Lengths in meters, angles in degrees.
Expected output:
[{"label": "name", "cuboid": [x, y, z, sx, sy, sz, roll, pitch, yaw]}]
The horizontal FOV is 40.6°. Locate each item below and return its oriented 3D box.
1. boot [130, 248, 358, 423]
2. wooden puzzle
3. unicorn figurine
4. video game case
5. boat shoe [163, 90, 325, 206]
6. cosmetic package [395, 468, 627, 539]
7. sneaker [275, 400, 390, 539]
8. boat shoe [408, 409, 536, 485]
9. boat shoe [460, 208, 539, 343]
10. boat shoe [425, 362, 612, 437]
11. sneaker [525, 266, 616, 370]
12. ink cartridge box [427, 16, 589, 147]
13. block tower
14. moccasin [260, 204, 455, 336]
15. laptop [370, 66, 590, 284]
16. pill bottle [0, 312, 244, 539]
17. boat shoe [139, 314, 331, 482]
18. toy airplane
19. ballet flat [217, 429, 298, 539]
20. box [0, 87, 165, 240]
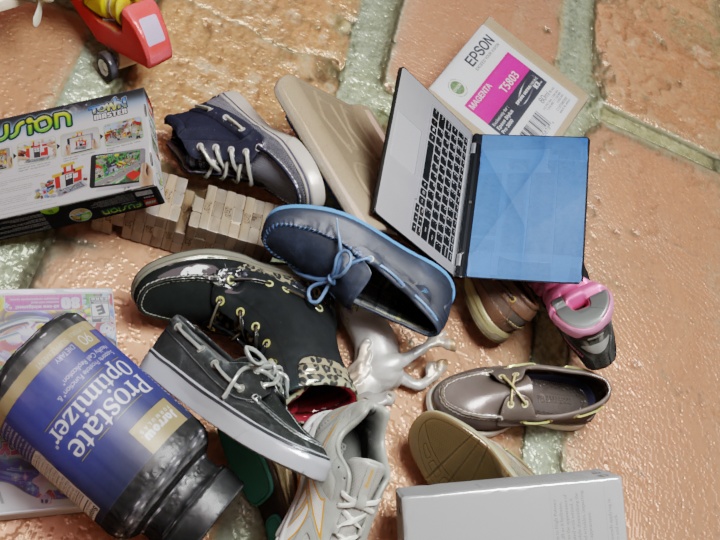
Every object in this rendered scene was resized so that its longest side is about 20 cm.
[{"label": "boot", "cuboid": [-0.102, 0.060, 0.886, 0.200, 0.074, 0.155, 5, 41, -25]}, {"label": "wooden puzzle", "cuboid": [-0.006, -0.107, 1.030, 0.187, 0.046, 0.199, 59, 22, 13]}, {"label": "unicorn figurine", "cuboid": [0.024, 0.075, 0.965, 0.135, 0.075, 0.202, -12, 52, -19]}, {"label": "video game case", "cuboid": [-0.277, 0.109, 0.839, 0.140, 0.018, 0.204, 0, 62, -24]}, {"label": "boat shoe", "cuboid": [-0.122, -0.108, 0.979, 0.092, 0.076, 0.200, -24, 44, -27]}, {"label": "cosmetic package", "cuboid": [0.131, 0.236, 0.857, 0.195, 0.074, 0.104, -3, 84, -3]}, {"label": "sneaker", "cuboid": [-0.018, 0.194, 0.785, 0.075, 0.092, 0.203, 23, 53, -26]}, {"label": "boat shoe", "cuboid": [0.129, 0.204, 0.936, 0.199, 0.073, 0.065, 37, 14, 1]}, {"label": "boat shoe", "cuboid": [0.133, -0.026, 1.053, 0.071, 0.067, 0.203, 5, 58, -53]}, {"label": "boat shoe", "cuboid": [0.163, 0.128, 0.992, 0.196, 0.060, 0.073, 5, 59, -21]}, {"label": "sneaker", "cuboid": [0.228, 0.034, 1.057, 0.096, 0.078, 0.201, 59, 11, -30]}, {"label": "ink cartridge box", "cuboid": [0.161, -0.186, 1.170, 0.164, 0.075, 0.201, 38, 55, 0]}, {"label": "block tower", "cuboid": [-0.169, -0.052, 0.959, 0.196, 0.058, 0.055, 15, 56, -12]}, {"label": "moccasin", "cuboid": [0.000, 0.000, 0.907, 0.196, 0.081, 0.069, 20, 47, -8]}, {"label": "laptop", "cuboid": [0.128, -0.099, 0.987, 0.199, 0.115, 0.190, 36, 50, -34]}, {"label": "pill bottle", "cuboid": [-0.193, 0.138, 0.778, 0.199, 0.112, 0.112, 40, 54, 3]}, {"label": "boat shoe", "cuboid": [-0.095, 0.100, 0.801, 0.197, 0.074, 0.069, 28, 83, 33]}, {"label": "toy airplane", "cuboid": [-0.277, -0.317, 1.015, 0.195, 0.142, 0.203, 14, 57, -14]}, {"label": "ballet flat", "cuboid": [-0.060, 0.197, 0.853, 0.071, 0.068, 0.203, -15, 70, -38]}, {"label": "box", "cuboid": [-0.284, -0.095, 0.897, 0.196, 0.035, 0.112, -12, 64, -1]}]
